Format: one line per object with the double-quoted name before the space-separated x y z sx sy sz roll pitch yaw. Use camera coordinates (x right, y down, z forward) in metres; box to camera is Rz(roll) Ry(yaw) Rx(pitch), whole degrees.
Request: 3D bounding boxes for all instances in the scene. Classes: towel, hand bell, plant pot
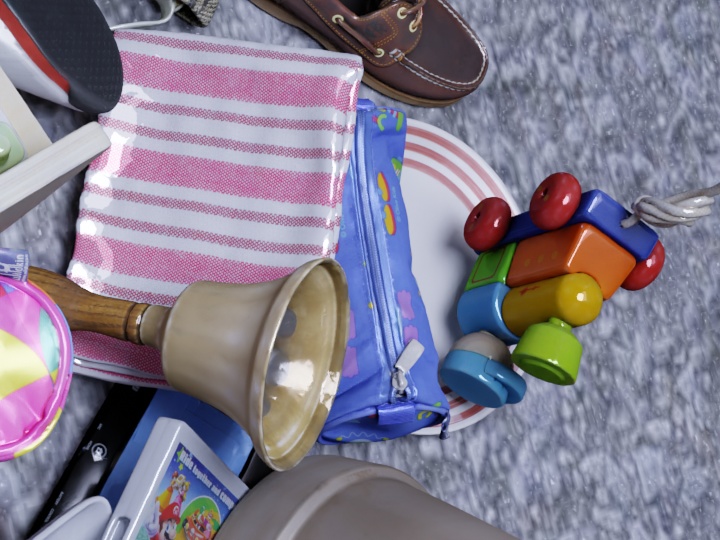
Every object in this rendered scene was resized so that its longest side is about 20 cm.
"towel" -0.083 -0.034 0.797 0.145 0.030 0.201 7 76 8
"hand bell" -0.115 0.025 0.740 0.104 0.199 0.105 13 90 -70
"plant pot" 0.038 0.202 0.742 0.199 0.173 0.202 -5 97 -53

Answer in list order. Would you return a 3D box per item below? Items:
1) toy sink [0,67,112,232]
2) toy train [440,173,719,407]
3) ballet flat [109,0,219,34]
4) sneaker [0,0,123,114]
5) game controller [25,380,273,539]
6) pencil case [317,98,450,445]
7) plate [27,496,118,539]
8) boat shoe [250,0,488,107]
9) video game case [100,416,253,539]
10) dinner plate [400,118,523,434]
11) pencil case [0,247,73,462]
"toy sink" -0.224 -0.047 0.664 0.130 0.200 0.112 -38 98 -33
"toy train" 0.123 0.012 0.839 0.084 0.200 0.116 33 67 -20
"ballet flat" -0.164 -0.169 0.825 0.199 0.068 0.076 5 96 -33
"sneaker" -0.222 -0.136 0.761 0.201 0.107 0.068 39 42 -44
"game controller" -0.106 0.120 0.790 0.104 0.042 0.201 37 59 -19
"pencil case" 0.000 0.000 0.838 0.078 0.087 0.201 -2 77 -22
"plate" -0.175 0.228 0.664 0.199 0.032 0.201 -34 127 -46
"boat shoe" 0.005 -0.167 0.926 0.199 0.070 0.071 25 64 -27
"video game case" -0.101 0.192 0.718 0.143 0.018 0.201 56 50 -50
"dinner plate" 0.028 0.003 0.921 0.199 0.024 0.202 10 71 -30
"pencil case" -0.185 0.043 0.664 0.088 0.200 0.089 3 81 -21
